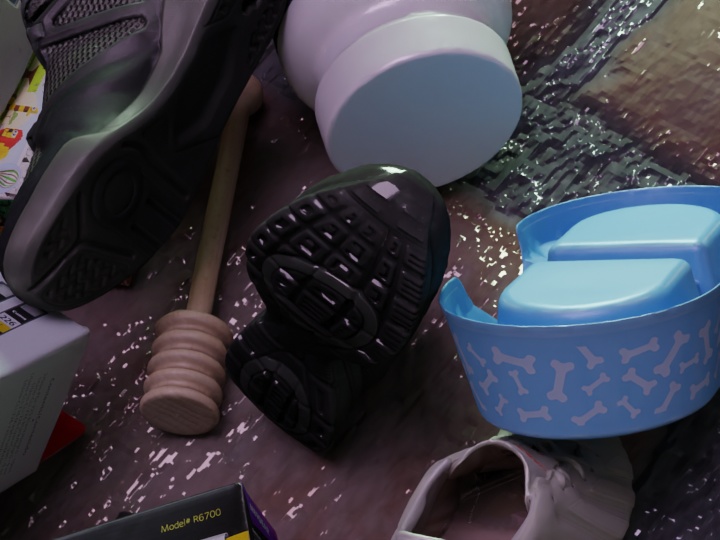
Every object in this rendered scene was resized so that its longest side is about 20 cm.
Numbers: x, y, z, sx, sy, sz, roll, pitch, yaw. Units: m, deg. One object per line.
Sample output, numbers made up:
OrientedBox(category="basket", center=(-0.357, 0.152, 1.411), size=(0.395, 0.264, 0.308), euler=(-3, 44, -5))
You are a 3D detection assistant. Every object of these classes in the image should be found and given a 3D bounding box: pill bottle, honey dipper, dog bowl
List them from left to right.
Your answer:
OrientedBox(category="honey dipper", center=(-0.072, -0.016, 0.927), size=(0.038, 0.038, 0.201), euler=(-4, 54, 15))
OrientedBox(category="pill bottle", center=(0.008, -0.142, 0.936), size=(0.115, 0.116, 0.201), euler=(-19, 53, 4))
OrientedBox(category="dog bowl", center=(0.105, 0.014, 0.778), size=(0.111, 0.050, 0.200), euler=(-1, 16, 24))

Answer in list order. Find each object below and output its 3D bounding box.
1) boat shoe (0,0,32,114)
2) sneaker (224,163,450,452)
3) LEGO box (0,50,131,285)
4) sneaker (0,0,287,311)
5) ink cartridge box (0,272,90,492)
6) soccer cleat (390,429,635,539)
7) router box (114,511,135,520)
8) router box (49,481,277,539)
OrientedBox(category="boat shoe", center=(-0.196, -0.128, 0.931), size=(0.071, 0.070, 0.202), euler=(3, 57, 40))
OrientedBox(category="sneaker", center=(0.000, 0.000, 0.802), size=(0.076, 0.200, 0.091), euler=(42, 63, 4))
OrientedBox(category="LEGO box", center=(-0.170, -0.097, 0.985), size=(0.148, 0.077, 0.201), euler=(1, 57, 18))
OrientedBox(category="sneaker", center=(-0.121, -0.076, 0.867), size=(0.114, 0.076, 0.201), euler=(14, 69, 31))
OrientedBox(category="ink cartridge box", center=(-0.228, 0.018, 0.840), size=(0.199, 0.084, 0.175), euler=(32, 27, 14))
OrientedBox(category="soccer cleat", center=(0.061, 0.090, 0.742), size=(0.069, 0.078, 0.200), euler=(10, 26, 21))
OrientedBox(category="router box", center=(-0.037, 0.196, 0.759), size=(0.198, 0.052, 0.158), euler=(11, 61, 24))
OrientedBox(category="router box", center=(-0.120, 0.181, 0.729), size=(0.198, 0.051, 0.150), euler=(-18, 54, 8))
